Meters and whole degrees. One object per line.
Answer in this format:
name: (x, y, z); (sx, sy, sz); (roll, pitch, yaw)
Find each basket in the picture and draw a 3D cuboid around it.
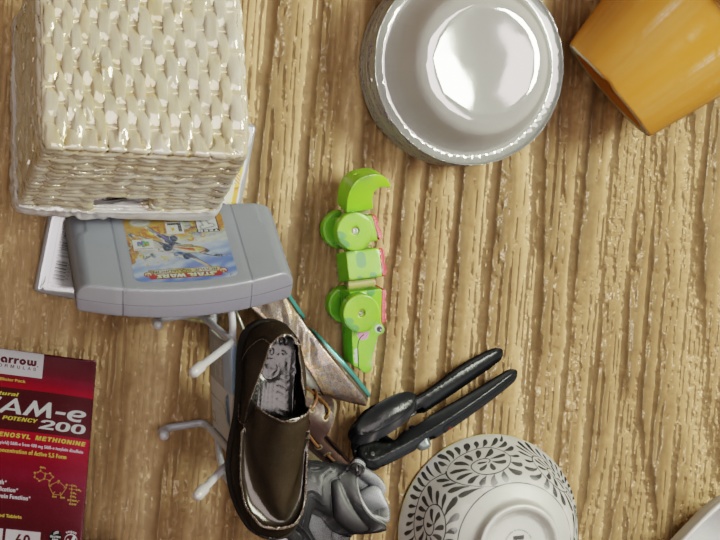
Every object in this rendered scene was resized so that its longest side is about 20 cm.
basket: (-0.210, -0.161, 1.465); (0.197, 0.161, 0.201); (1, 74, -17)

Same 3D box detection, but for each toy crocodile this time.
toy crocodile: (0.000, 0.000, 1.610); (0.061, 0.067, 0.201); (-5, 94, -16)

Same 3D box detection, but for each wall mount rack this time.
wall mount rack: (-0.145, 0.120, 1.509); (0.074, 0.174, 0.201); (-7, 107, -21)

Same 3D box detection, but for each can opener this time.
can opener: (0.075, 0.141, 1.643); (0.199, 0.079, 0.064); (-23, 84, -23)

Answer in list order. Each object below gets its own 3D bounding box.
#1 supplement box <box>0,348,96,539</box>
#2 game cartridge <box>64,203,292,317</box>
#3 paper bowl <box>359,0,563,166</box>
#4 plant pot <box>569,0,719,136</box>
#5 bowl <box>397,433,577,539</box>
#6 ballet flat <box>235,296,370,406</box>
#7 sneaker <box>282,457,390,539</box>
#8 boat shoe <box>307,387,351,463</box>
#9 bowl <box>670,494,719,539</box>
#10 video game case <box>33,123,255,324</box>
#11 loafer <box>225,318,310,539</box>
supplement box: (-0.305, 0.177, 1.491); (0.108, 0.061, 0.201); (8, 61, -17)
game cartridge: (-0.168, -0.010, 1.505); (0.199, 0.133, 0.042); (-4, 123, -15)
paper bowl: (0.105, -0.204, 1.612); (0.199, 0.104, 0.202); (-1, 95, -16)
plant pot: (0.318, -0.242, 1.636); (0.183, 0.200, 0.200); (-41, 103, 6)
bowl: (0.145, 0.272, 1.655); (0.200, 0.094, 0.202); (-1, 93, -15)
ballet flat: (-0.072, 0.070, 1.594); (0.067, 0.068, 0.200); (-39, 103, -7)
sneaker: (-0.024, 0.258, 1.571); (0.113, 0.076, 0.201); (-8, 127, 5)
boat shoe: (-0.058, 0.140, 1.573); (0.072, 0.072, 0.201); (-27, 122, -3)
bowl: (0.388, 0.352, 1.740); (0.200, 0.075, 0.200); (-46, 105, -9)
video game case: (-0.207, -0.061, 1.571); (0.181, 0.023, 0.201); (11, 89, -16)
loafer: (-0.081, 0.143, 1.465); (0.073, 0.071, 0.201); (-3, 87, -19)
